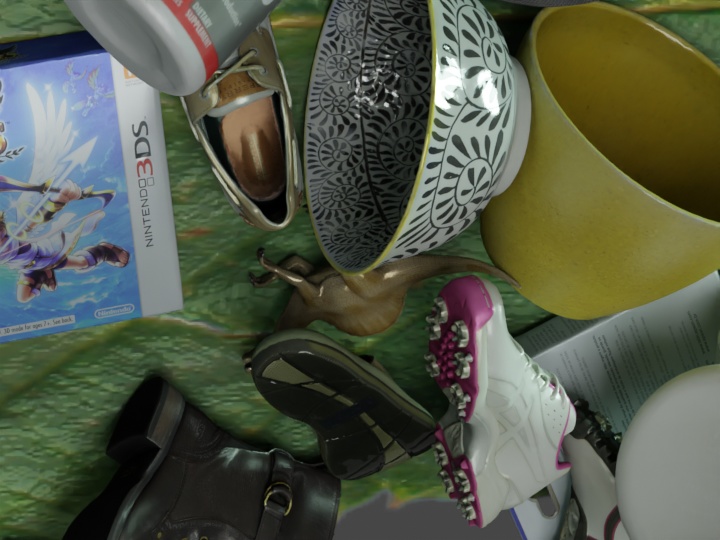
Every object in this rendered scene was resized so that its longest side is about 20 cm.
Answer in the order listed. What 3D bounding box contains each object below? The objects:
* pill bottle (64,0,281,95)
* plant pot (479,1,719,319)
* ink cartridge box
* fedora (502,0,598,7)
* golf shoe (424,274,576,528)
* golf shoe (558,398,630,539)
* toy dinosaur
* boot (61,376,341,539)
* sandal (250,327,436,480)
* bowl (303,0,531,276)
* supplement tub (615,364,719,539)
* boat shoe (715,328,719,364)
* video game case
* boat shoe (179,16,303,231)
[{"bbox_3d":[-0.074,-0.208,1.414,0.200,0.114,0.114,-49,120,-16],"label":"pill bottle"},{"bbox_3d":[0.154,-0.053,1.555,0.199,0.201,0.142,21,127,-24],"label":"plant pot"},{"bbox_3d":[0.184,0.109,1.702,0.199,0.043,0.197,-26,119,-3],"label":"ink cartridge box"},{"bbox_3d":[0.107,-0.248,1.473,0.199,0.091,0.177,19,139,-26],"label":"fedora"},{"bbox_3d":[0.092,0.075,1.568,0.091,0.075,0.201,-18,135,-14],"label":"golf shoe"},{"bbox_3d":[0.167,0.181,1.667,0.088,0.077,0.201,-24,118,6],"label":"golf shoe"},{"bbox_3d":[0.000,0.000,1.579,0.199,0.058,0.101,-22,120,22],"label":"toy dinosaur"},{"bbox_3d":[-0.098,0.182,1.594,0.174,0.069,0.201,34,65,-25],"label":"boot"},{"bbox_3d":[-0.008,0.079,1.597,0.079,0.058,0.201,-22,144,12],"label":"sandal"},{"bbox_3d":[0.044,-0.094,1.482,0.093,0.201,0.202,5,111,-23],"label":"bowl"},{"bbox_3d":[0.270,0.147,1.606,0.146,0.145,0.200,-54,146,10],"label":"supplement tub"},{"bbox_3d":[0.317,0.021,1.676,0.200,0.072,0.069,-41,160,-29],"label":"boat shoe"},{"bbox_3d":[-0.217,-0.047,1.507,0.198,0.045,0.183,-11,114,-12],"label":"video game case"},{"bbox_3d":[-0.078,-0.119,1.503,0.074,0.068,0.201,-24,114,-3],"label":"boat shoe"}]
